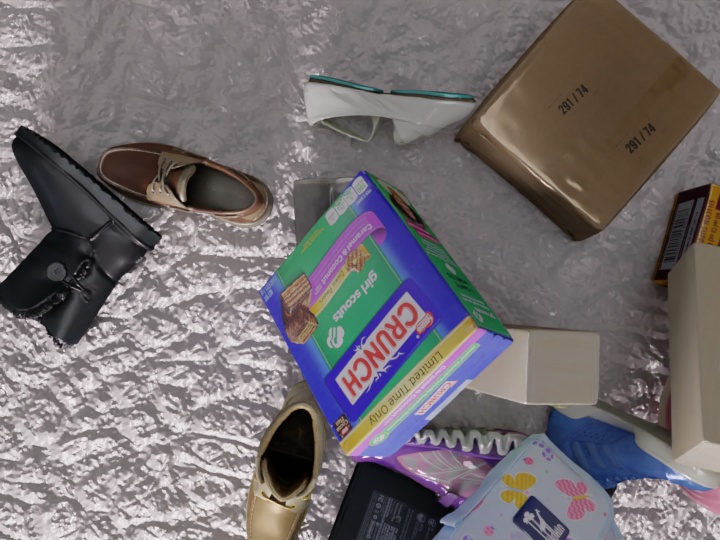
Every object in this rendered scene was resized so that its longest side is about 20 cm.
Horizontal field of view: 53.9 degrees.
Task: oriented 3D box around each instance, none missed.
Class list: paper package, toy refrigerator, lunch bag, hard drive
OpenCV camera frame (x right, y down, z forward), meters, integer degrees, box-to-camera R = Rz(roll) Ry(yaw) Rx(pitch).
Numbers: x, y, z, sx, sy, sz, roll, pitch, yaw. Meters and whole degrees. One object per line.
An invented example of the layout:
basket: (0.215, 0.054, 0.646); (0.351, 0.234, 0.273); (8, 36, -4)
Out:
paper package: (0.241, -0.165, 0.771); (0.190, 0.103, 0.200); (40, 88, 0)
toy refrigerator: (0.142, 0.089, 0.703); (0.075, 0.200, 0.071); (4, 87, -20)
lunch bag: (0.167, 0.286, 0.678); (0.169, 0.127, 0.201); (-32, 100, -35)
toy refrigerator: (0.336, 0.081, 0.659); (0.075, 0.070, 0.201); (11, 59, 3)
hard drive: (0.065, 0.306, 0.758); (0.199, 0.033, 0.140); (25, 54, 0)

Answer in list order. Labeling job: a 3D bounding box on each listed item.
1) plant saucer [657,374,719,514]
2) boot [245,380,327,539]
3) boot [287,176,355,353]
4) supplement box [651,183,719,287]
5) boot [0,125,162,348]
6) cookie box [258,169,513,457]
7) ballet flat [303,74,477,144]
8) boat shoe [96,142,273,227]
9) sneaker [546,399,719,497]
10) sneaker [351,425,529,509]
plant saucer: (0.373, 0.142, 0.714); (0.051, 0.200, 0.202); (22, 88, -15)
boot: (-0.079, 0.220, 0.730); (0.072, 0.155, 0.201); (20, 89, 0)
boot: (0.000, 0.000, 0.771); (0.180, 0.073, 0.202); (6, 83, 17)
supplement box: (0.443, -0.010, 0.778); (0.198, 0.086, 0.111); (17, 88, 0)
boot: (-0.342, -0.035, 0.772); (0.200, 0.076, 0.168); (42, 85, -6)
cookie box: (0.015, 0.040, 0.657); (0.171, 0.075, 0.200); (-47, 55, 20)
ballet flat: (0.029, -0.171, 0.777); (0.199, 0.069, 0.070); (12, 88, 19)
boat shoe: (-0.194, -0.100, 0.778); (0.198, 0.072, 0.076); (12, 88, -1)
sneaker: (0.266, 0.206, 0.727); (0.076, 0.200, 0.112); (14, 94, -34)
sneaker: (0.086, 0.213, 0.765); (0.198, 0.080, 0.089); (4, 83, -3)
